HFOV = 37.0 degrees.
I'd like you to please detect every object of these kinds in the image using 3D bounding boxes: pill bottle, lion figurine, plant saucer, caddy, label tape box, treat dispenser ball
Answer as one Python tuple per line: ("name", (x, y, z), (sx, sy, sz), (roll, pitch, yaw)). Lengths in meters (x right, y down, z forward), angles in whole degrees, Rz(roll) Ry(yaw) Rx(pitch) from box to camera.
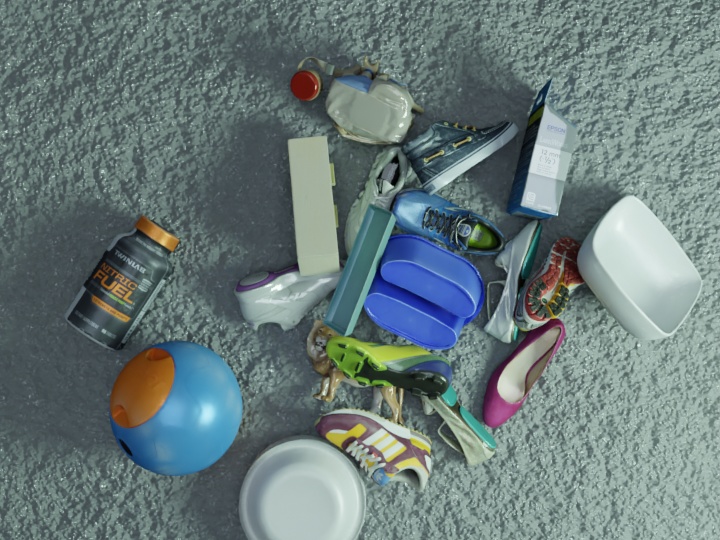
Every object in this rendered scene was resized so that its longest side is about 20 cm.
("pill bottle", (-0.364, 0.015, 1.673), (0.106, 0.106, 0.201), (33, 88, 0))
("lion figurine", (-0.001, 0.162, 1.705), (0.199, 0.072, 0.124), (22, 80, -15))
("plant saucer", (0.000, 0.000, 1.644), (0.019, 0.070, 0.202), (18, 95, -35))
("caddy", (0.097, 0.030, 1.678), (0.199, 0.105, 0.142), (26, 120, -4))
("label tape box", (0.288, -0.184, 1.673), (0.065, 0.143, 0.202), (16, 89, -1))
("treat dispenser ball", (-0.278, 0.208, 1.624), (0.199, 0.201, 0.203), (0, 89, -1))

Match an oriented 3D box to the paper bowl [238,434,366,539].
("paper bowl", (-0.090, 0.362, 1.674), (0.198, 0.104, 0.203), (0, 88, 0))

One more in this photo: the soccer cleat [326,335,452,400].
("soccer cleat", (0.045, 0.140, 1.652), (0.198, 0.084, 0.065), (17, 124, 2))

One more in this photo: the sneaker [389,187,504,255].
("sneaker", (0.140, -0.075, 1.671), (0.198, 0.089, 0.079), (17, 92, -17))

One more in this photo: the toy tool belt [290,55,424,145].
("toy tool belt", (-0.003, -0.274, 1.697), (0.198, 0.123, 0.126), (22, 116, 8))

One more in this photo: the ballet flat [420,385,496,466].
("ballet flat", (0.134, 0.226, 1.703), (0.062, 0.067, 0.201), (-38, 88, 19))

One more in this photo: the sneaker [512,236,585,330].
("sneaker", (0.295, 0.019, 1.678), (0.078, 0.082, 0.200), (46, 52, 3))

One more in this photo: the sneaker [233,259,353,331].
("sneaker", (-0.097, 0.037, 1.708), (0.198, 0.075, 0.100), (-14, 113, -4))

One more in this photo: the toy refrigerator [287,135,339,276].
("toy refrigerator", (-0.070, -0.101, 1.665), (0.069, 0.076, 0.202), (-6, 67, -1))

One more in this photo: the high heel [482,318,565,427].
("high heel", (0.257, 0.162, 1.689), (0.067, 0.096, 0.201), (37, 88, -1))

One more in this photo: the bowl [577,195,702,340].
("bowl", (0.423, 0.003, 1.673), (0.200, 0.075, 0.200), (51, 45, -2))

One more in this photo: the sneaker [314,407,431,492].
("sneaker", (0.021, 0.279, 1.658), (0.198, 0.075, 0.091), (18, 52, -16))

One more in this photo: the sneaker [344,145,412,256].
("sneaker", (0.027, -0.106, 1.698), (0.075, 0.081, 0.202), (19, 90, -3))

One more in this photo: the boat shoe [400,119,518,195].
("boat shoe", (0.158, -0.205, 1.680), (0.200, 0.071, 0.091), (-35, 92, -27))

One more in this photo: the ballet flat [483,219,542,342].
("ballet flat", (0.238, 0.012, 1.713), (0.069, 0.069, 0.202), (13, 89, -1))
